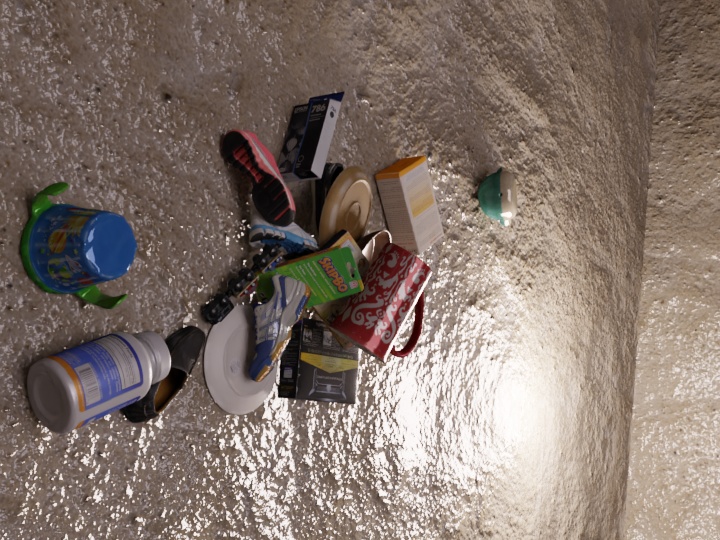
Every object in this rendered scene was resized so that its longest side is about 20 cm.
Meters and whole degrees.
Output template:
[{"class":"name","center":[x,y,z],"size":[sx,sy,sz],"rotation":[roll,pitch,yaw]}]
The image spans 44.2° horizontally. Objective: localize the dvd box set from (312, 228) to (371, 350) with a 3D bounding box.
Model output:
[{"class":"dvd box set","center":[-0.032,0.040,1.754],"size":[0.146,0.029,0.201],"rotation":[-42,119,-11]}]

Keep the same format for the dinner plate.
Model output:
[{"class":"dinner plate","center":[-0.212,0.165,1.642],"size":[0.199,0.024,0.203],"rotation":[4,85,-52]}]

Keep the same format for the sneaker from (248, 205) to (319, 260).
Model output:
[{"class":"sneaker","center":[-0.145,-0.079,1.708],"size":[0.199,0.074,0.088],"rotation":[26,47,-58]}]

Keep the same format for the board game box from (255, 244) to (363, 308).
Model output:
[{"class":"board game box","center":[-0.099,0.021,1.670],"size":[0.030,0.197,0.097],"rotation":[-83,156,-66]}]

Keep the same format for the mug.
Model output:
[{"class":"mug","center":[0.051,0.066,1.730],"size":[0.202,0.132,0.177],"rotation":[-59,151,-7]}]

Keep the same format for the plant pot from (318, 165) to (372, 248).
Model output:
[{"class":"plant pot","center":[-0.024,-0.110,1.797],"size":[0.200,0.027,0.202],"rotation":[-49,148,-46]}]

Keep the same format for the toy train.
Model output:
[{"class":"toy train","center":[-0.209,0.024,1.608],"size":[0.200,0.034,0.046],"rotation":[-48,138,-24]}]

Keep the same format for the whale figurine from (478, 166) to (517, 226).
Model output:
[{"class":"whale figurine","center":[0.376,-0.200,2.416],"size":[0.200,0.102,0.162],"rotation":[-14,99,-77]}]

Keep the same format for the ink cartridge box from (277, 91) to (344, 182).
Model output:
[{"class":"ink cartridge box","center":[-0.100,-0.272,1.749],"size":[0.039,0.098,0.203],"rotation":[36,60,-45]}]

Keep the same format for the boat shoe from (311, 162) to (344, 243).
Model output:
[{"class":"boat shoe","center":[-0.057,-0.122,1.828],"size":[0.072,0.067,0.203],"rotation":[-15,103,-56]}]

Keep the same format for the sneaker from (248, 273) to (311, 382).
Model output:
[{"class":"sneaker","center":[-0.168,0.104,1.638],"size":[0.202,0.087,0.075],"rotation":[-64,179,-8]}]

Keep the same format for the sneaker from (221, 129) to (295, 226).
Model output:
[{"class":"sneaker","center":[-0.171,-0.178,1.637],"size":[0.202,0.073,0.087],"rotation":[58,27,-2]}]

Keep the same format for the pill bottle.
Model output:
[{"class":"pill bottle","center":[-0.386,0.158,1.332],"size":[0.199,0.111,0.114],"rotation":[-22,106,-52]}]

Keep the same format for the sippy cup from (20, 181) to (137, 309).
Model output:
[{"class":"sippy cup","center":[-0.404,-0.034,1.300],"size":[0.177,0.129,0.142],"rotation":[33,62,-47]}]

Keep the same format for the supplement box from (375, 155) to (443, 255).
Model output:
[{"class":"supplement box","center":[0.115,-0.149,2.057],"size":[0.126,0.073,0.203],"rotation":[-36,117,-49]}]

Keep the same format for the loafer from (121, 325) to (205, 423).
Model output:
[{"class":"loafer","center":[-0.308,0.172,1.468],"size":[0.073,0.072,0.201],"rotation":[58,45,-32]}]

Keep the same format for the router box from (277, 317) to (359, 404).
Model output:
[{"class":"router box","center":[-0.080,0.185,1.794],"size":[0.199,0.052,0.160],"rotation":[17,74,-52]}]

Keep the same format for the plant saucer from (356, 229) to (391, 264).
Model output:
[{"class":"plant saucer","center":[0.000,0.000,1.869],"size":[0.201,0.036,0.202],"rotation":[-53,158,-31]}]
